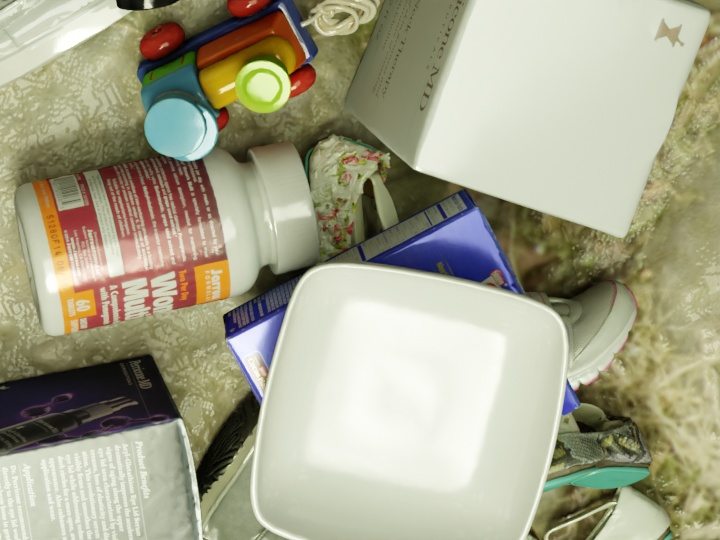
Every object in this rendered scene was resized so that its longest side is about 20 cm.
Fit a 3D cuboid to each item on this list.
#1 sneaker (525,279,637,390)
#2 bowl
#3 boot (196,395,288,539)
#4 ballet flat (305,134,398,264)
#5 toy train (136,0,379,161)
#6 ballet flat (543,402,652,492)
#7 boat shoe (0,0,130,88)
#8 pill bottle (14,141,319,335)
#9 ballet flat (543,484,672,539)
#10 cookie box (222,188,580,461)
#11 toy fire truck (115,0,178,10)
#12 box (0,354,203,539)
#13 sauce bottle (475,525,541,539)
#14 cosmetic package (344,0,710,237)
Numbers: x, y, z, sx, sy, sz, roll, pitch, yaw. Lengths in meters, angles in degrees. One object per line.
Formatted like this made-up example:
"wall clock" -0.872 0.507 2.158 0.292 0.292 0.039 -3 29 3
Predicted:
"sneaker" 0.111 0.051 1.781 0.200 0.081 0.088 -26 113 -6
"bowl" 0.031 0.094 1.619 0.199 0.075 0.201 11 100 -6
"boot" -0.035 0.201 1.795 0.200 0.073 0.182 27 112 -13
"ballet flat" 0.000 0.000 1.737 0.064 0.076 0.201 2 111 25
"toy train" -0.059 -0.146 1.640 0.200 0.116 0.085 -24 112 11
"ballet flat" 0.153 0.132 1.783 0.200 0.072 0.072 3 112 -60
"boat shoe" -0.244 -0.166 1.635 0.200 0.072 0.069 -29 96 -1
"pill bottle" -0.136 -0.027 1.680 0.199 0.110 0.110 -12 109 -10
"ballet flat" 0.152 0.240 1.865 0.200 0.069 0.070 -39 112 -5
"cookie box" 0.029 0.064 1.693 0.200 0.075 0.172 -27 106 2
"toy fire truck" -0.056 -0.241 1.567 0.176 0.200 0.129 -19 113 -37
"box" -0.223 0.146 1.690 0.199 0.148 0.105 -11 108 -12
"sauce bottle" 0.078 0.178 1.746 0.064 0.200 0.065 -6 112 -15
"cosmetic package" 0.111 -0.145 1.658 0.166 0.200 0.168 17 101 -18
